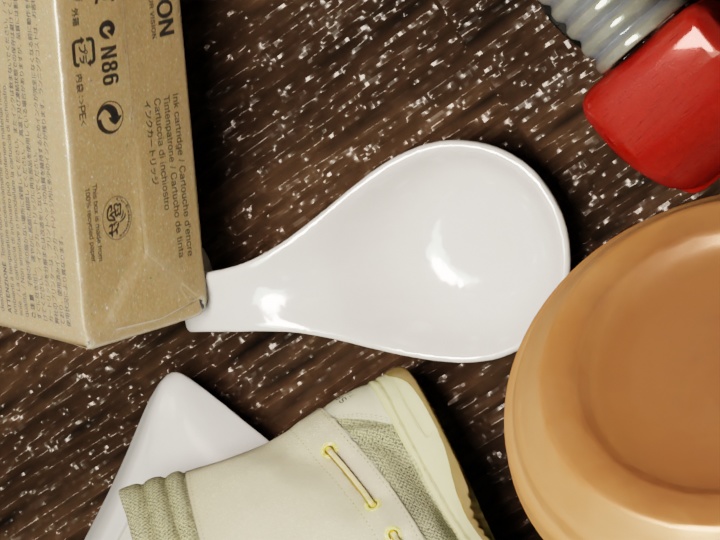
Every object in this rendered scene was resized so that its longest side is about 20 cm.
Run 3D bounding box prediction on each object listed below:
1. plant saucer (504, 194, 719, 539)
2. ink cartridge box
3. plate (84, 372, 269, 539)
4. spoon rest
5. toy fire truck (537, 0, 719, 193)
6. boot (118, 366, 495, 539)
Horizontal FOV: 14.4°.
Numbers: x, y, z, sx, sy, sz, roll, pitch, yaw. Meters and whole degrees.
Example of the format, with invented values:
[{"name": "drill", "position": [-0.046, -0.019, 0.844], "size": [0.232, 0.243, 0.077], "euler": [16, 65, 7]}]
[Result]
[{"name": "plant saucer", "position": [0.151, 0.044, 1.143], "size": [0.200, 0.200, 0.037], "euler": [4, 146, 24]}, {"name": "ink cartridge box", "position": [-0.154, -0.079, 1.278], "size": [0.165, 0.075, 0.201], "euler": [13, 112, 45]}, {"name": "plate", "position": [-0.059, 0.179, 1.346], "size": [0.200, 0.032, 0.200], "euler": [38, 123, 15]}, {"name": "spoon rest", "position": [0.000, 0.000, 1.266], "size": [0.200, 0.061, 0.100], "euler": [-10, 101, 28]}, {"name": "toy fire truck", "position": [0.103, -0.119, 1.103], "size": [0.129, 0.200, 0.176], "euler": [-40, 86, 29]}, {"name": "boot", "position": [-0.010, 0.155, 1.242], "size": [0.154, 0.072, 0.200], "euler": [-22, 63, -5]}]
